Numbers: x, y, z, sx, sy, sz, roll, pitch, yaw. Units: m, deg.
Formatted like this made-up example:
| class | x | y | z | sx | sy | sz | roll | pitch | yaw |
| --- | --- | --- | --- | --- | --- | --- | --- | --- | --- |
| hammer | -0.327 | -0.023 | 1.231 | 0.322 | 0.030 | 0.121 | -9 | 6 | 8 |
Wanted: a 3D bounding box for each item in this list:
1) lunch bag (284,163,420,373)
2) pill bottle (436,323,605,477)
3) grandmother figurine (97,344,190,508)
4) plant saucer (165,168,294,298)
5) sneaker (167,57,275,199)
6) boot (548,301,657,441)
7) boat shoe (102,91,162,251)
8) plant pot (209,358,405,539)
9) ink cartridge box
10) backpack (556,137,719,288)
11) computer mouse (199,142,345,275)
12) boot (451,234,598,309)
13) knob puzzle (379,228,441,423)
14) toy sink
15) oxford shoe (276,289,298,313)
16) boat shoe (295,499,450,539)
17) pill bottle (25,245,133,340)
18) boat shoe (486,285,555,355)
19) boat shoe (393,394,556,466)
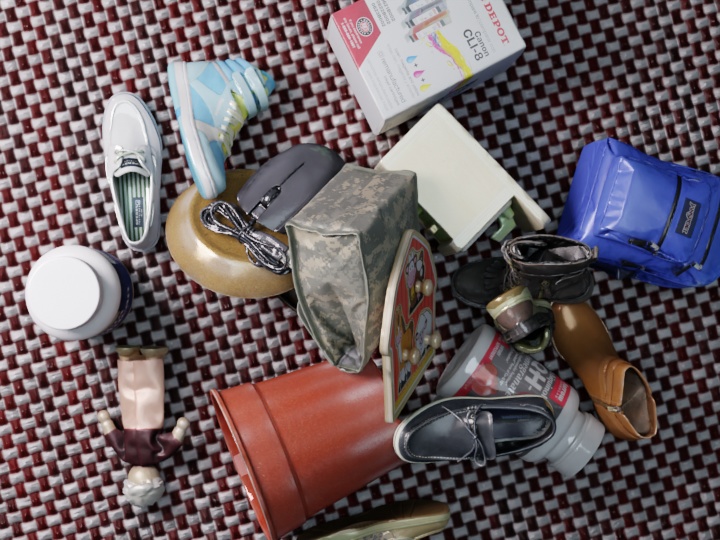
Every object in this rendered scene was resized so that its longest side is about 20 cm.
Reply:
| class | x | y | z | sx | sy | sz | roll | pitch | yaw |
| --- | --- | --- | --- | --- | --- | --- | --- | --- | --- |
| lunch bag | 0.000 | 0.000 | 1.449 | 0.116 | 0.164 | 0.202 | 8 | 124 | 26 |
| pill bottle | 0.202 | 0.167 | 1.536 | 0.199 | 0.111 | 0.111 | 36 | 87 | -2 |
| grandmother figurine | -0.268 | 0.196 | 1.537 | 0.120 | 0.060 | 0.203 | 2 | 92 | 24 |
| plant saucer | -0.138 | -0.058 | 1.502 | 0.198 | 0.036 | 0.202 | 5 | 52 | -6 |
| sneaker | -0.159 | -0.185 | 1.510 | 0.129 | 0.080 | 0.202 | -13 | 63 | -7 |
| boot | 0.304 | 0.116 | 1.521 | 0.073 | 0.155 | 0.201 | -29 | 91 | -3 |
| boat shoe | -0.280 | -0.126 | 1.534 | 0.073 | 0.067 | 0.202 | -11 | 90 | -4 |
| plant pot | -0.056 | 0.201 | 1.489 | 0.194 | 0.201 | 0.203 | -21 | 90 | -12 |
| ink cartridge box | 0.079 | -0.282 | 1.520 | 0.199 | 0.145 | 0.146 | -28 | 90 | -4 |
| backpack | 0.366 | -0.058 | 1.525 | 0.198 | 0.168 | 0.164 | 19 | 92 | -9 |
| computer mouse | -0.084 | -0.094 | 1.483 | 0.138 | 0.053 | 0.200 | 33 | 54 | 16 |
| boot | 0.194 | -0.006 | 1.491 | 0.198 | 0.174 | 0.070 | -3 | 75 | 15 |
| knob puzzle | 0.067 | 0.049 | 1.433 | 0.030 | 0.219 | 0.222 | 6 | 88 | 19 |
| toy sink | 0.119 | -0.090 | 1.527 | 0.112 | 0.130 | 0.200 | -45 | 93 | -3 |
| oxford shoe | -0.108 | -0.015 | 1.535 | 0.199 | 0.084 | 0.073 | 39 | 90 | 0 |
| boat shoe | 0.020 | 0.337 | 1.547 | 0.198 | 0.073 | 0.063 | -15 | 96 | 7 |
| pill bottle | -0.335 | 0.027 | 1.461 | 0.110 | 0.200 | 0.112 | 0 | 89 | -3 |
| boat shoe | 0.199 | 0.071 | 1.484 | 0.073 | 0.200 | 0.065 | -28 | 71 | 15 |
| boat shoe | 0.137 | 0.187 | 1.436 | 0.198 | 0.062 | 0.075 | -7 | 102 | -9 |
